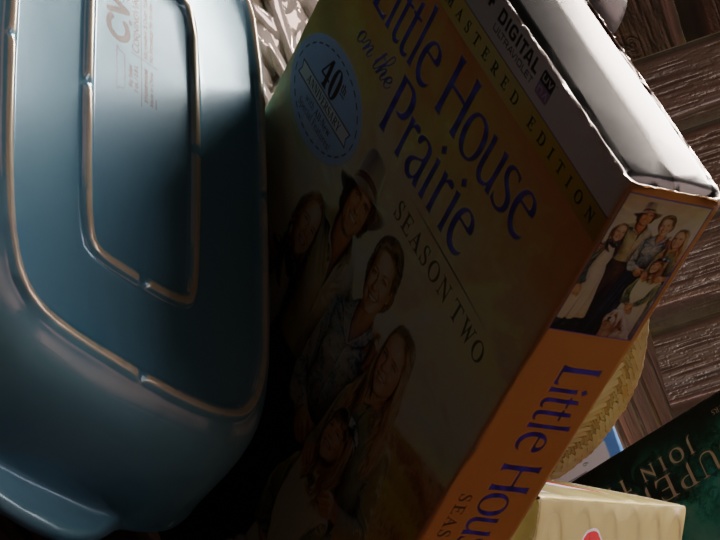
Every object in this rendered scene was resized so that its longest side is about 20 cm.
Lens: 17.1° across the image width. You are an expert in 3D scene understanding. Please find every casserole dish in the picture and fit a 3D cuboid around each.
[{"bbox_3d":[-0.066,-0.031,0.591,0.121,0.039,0.201,33,42,-41],"label":"casserole dish"}]

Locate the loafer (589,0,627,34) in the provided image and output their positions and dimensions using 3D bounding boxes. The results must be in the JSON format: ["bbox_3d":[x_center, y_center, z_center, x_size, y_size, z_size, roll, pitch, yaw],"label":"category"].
[{"bbox_3d":[0.068,-0.111,0.938,0.201,0.070,0.068,70,12,-51],"label":"loafer"}]

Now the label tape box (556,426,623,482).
[{"bbox_3d":[0.069,0.101,1.144,0.200,0.066,0.144,38,-25,58],"label":"label tape box"}]

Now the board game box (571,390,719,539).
[{"bbox_3d":[0.124,0.141,0.976,0.028,0.200,0.136,24,37,-54],"label":"board game box"}]

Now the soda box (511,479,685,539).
[{"bbox_3d":[0.046,0.097,0.730,0.200,0.064,0.068,18,81,-70],"label":"soda box"}]

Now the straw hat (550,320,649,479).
[{"bbox_3d":[0.000,0.000,0.855,0.085,0.201,0.202,-16,87,-41],"label":"straw hat"}]

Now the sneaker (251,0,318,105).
[{"bbox_3d":[-0.039,-0.090,0.836,0.200,0.093,0.071,-88,157,-65],"label":"sneaker"}]

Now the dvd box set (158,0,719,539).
[{"bbox_3d":[0.003,0.013,0.604,0.029,0.200,0.147,8,37,-31],"label":"dvd box set"}]
